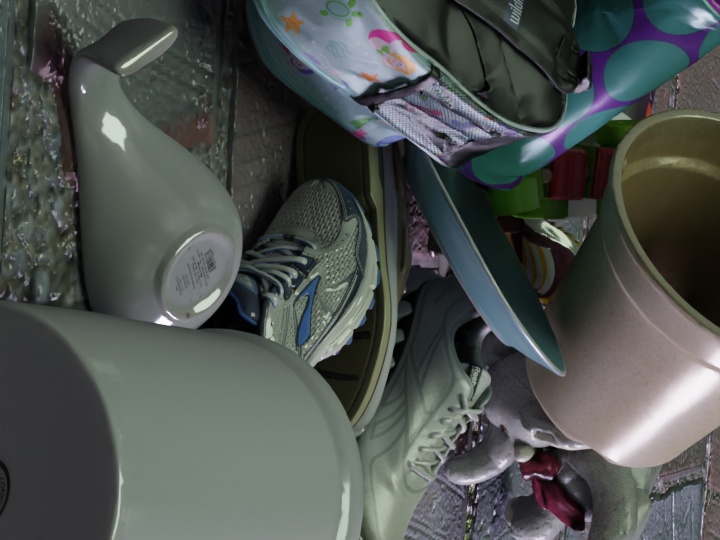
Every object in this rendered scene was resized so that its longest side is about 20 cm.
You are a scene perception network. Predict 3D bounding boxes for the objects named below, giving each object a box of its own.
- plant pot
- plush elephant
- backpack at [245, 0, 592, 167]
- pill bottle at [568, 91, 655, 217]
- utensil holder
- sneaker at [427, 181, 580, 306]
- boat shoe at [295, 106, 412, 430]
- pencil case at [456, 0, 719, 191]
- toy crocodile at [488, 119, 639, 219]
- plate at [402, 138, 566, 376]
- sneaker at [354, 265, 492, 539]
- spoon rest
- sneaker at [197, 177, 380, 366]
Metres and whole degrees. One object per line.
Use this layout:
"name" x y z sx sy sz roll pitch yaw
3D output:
"plant pot" 0.208 0.029 1.367 0.184 0.200 0.201 -55 180 44
"plush elephant" 0.136 0.124 1.492 0.200 0.155 0.165 -57 -157 15
"backpack" 0.020 -0.170 1.160 0.200 0.150 0.178 33 55 -44
"pill bottle" 0.161 -0.145 1.517 0.112 0.112 0.200 46 54 -57
"utensil holder" -0.116 0.102 0.938 0.200 0.170 0.170 15 81 -62
"sneaker" 0.098 -0.005 1.473 0.200 0.075 0.090 46 61 -49
"boat shoe" 0.000 0.000 1.257 0.068 0.075 0.200 10 83 -60
"pencil case" 0.130 -0.131 1.257 0.092 0.200 0.085 51 29 -5
"toy crocodile" 0.160 -0.067 1.409 0.200 0.062 0.068 -4 101 -38
"plate" 0.070 -0.017 1.294 0.200 0.026 0.200 57 10 -16
"sneaker" 0.038 0.093 1.349 0.075 0.081 0.200 42 59 -61
"spoon rest" -0.108 -0.044 1.054 0.099 0.061 0.200 -37 140 -29
"sneaker" -0.051 0.022 1.162 0.085 0.077 0.200 56 45 -46
